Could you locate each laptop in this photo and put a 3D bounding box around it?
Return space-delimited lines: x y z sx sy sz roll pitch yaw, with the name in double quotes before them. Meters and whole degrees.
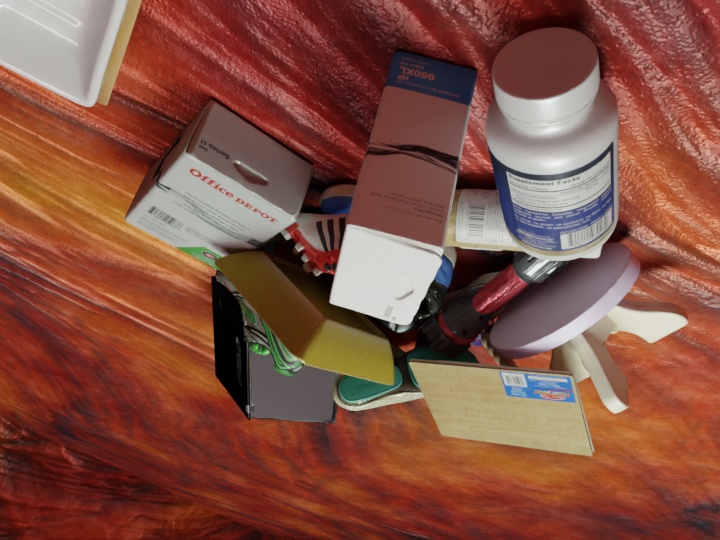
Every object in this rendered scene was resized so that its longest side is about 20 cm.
"laptop" -0.133 0.120 1.047 0.200 0.115 0.189 36 131 46

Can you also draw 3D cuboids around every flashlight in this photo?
"flashlight" 0.159 0.030 0.836 0.068 0.068 0.200 27 131 -21

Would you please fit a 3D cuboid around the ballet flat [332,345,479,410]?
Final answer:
"ballet flat" 0.060 0.144 0.920 0.198 0.068 0.062 -10 155 -2

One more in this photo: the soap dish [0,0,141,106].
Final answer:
"soap dish" -0.272 -0.250 0.605 0.157 0.082 0.200 27 149 -19

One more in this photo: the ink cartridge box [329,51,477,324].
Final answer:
"ink cartridge box" 0.039 -0.073 0.638 0.084 0.201 0.145 14 150 0

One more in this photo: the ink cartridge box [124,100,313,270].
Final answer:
"ink cartridge box" -0.170 -0.091 0.821 0.146 0.084 0.199 31 147 -26

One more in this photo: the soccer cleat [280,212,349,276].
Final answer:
"soccer cleat" -0.024 -0.034 0.774 0.200 0.085 0.069 29 154 58

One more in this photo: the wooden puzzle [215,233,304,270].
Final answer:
"wooden puzzle" -0.104 0.007 1.002 0.199 0.037 0.185 31 147 -25

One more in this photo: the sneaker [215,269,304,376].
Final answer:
"sneaker" -0.137 0.059 0.915 0.200 0.085 0.078 43 -170 32

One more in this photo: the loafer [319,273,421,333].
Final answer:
"loafer" 0.000 0.000 0.912 0.073 0.072 0.200 -41 105 14

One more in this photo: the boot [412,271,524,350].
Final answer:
"boot" 0.152 0.071 0.939 0.072 0.091 0.200 30 147 -25

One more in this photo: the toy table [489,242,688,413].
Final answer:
"toy table" 0.266 0.066 0.814 0.117 0.184 0.200 41 139 -14

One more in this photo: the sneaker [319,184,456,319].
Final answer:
"sneaker" 0.028 -0.014 0.831 0.199 0.112 0.077 32 146 -26

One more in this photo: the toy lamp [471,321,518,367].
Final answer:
"toy lamp" 0.205 0.135 0.931 0.058 0.200 0.059 -12 125 -18

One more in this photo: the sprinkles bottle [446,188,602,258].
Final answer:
"sprinkles bottle" 0.159 -0.054 0.749 0.198 0.069 0.068 5 149 18

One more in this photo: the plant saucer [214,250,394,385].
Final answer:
"plant saucer" -0.055 0.049 0.849 0.200 0.049 0.200 42 -170 36

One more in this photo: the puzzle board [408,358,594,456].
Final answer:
"puzzle board" 0.171 0.162 0.838 0.199 0.017 0.151 0 132 31

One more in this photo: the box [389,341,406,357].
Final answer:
"box" 0.050 0.130 1.056 0.163 0.021 0.200 41 172 -36

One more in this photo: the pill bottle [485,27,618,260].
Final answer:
"pill bottle" 0.171 -0.107 0.612 0.110 0.112 0.200 2 147 22
